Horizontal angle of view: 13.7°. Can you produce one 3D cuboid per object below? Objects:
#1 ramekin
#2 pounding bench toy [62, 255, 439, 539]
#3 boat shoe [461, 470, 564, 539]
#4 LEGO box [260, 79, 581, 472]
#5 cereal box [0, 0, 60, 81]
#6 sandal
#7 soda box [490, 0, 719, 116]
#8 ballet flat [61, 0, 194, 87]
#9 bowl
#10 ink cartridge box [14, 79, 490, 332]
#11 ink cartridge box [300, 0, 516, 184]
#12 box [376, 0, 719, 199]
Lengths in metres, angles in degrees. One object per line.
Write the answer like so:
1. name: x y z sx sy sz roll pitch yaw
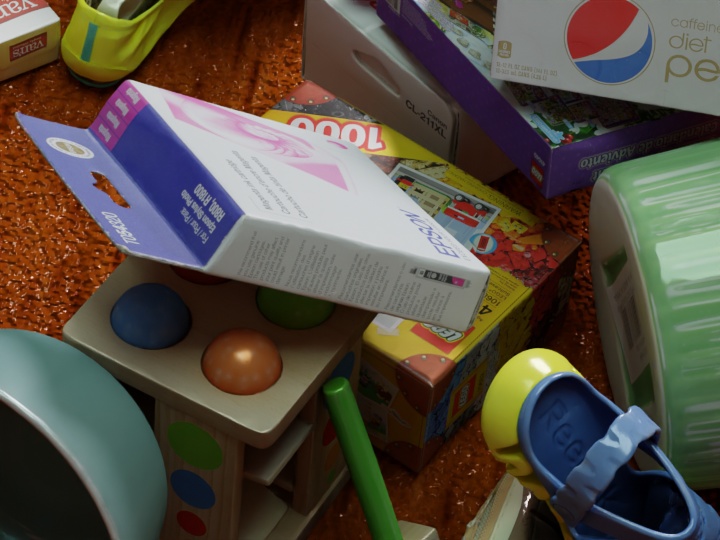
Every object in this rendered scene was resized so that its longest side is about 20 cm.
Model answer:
1. ramekin: 0.189 0.025 1.626 0.097 0.200 0.200 -10 48 -5
2. pounding bench toy: -0.042 0.076 1.574 0.200 0.156 0.124 26 49 17
3. boat shoe: 0.064 0.163 1.567 0.076 0.072 0.200 -15 26 27
4. LEGO box: 0.000 0.000 1.704 0.200 0.077 0.149 31 51 21
5. cereal box: -0.296 -0.179 1.866 0.144 0.040 0.200 -25 54 -26
6. sandal: 0.142 0.126 1.535 0.080 0.200 0.087 -51 31 -13
7. soda box: 0.174 -0.126 1.625 0.199 0.068 0.064 11 20 16
8. ballet flat: -0.126 -0.195 1.881 0.067 0.067 0.200 21 48 11
9. bowl: -0.177 0.109 1.513 0.200 0.201 0.105 25 37 16
10. ink cartridge box: -0.058 -0.041 1.556 0.200 0.043 0.196 15 16 -29
11. ink cartridge box: 0.082 -0.147 1.847 0.200 0.083 0.146 -29 55 -29
12. box: 0.115 -0.126 1.728 0.137 0.039 0.200 -16 43 -23
